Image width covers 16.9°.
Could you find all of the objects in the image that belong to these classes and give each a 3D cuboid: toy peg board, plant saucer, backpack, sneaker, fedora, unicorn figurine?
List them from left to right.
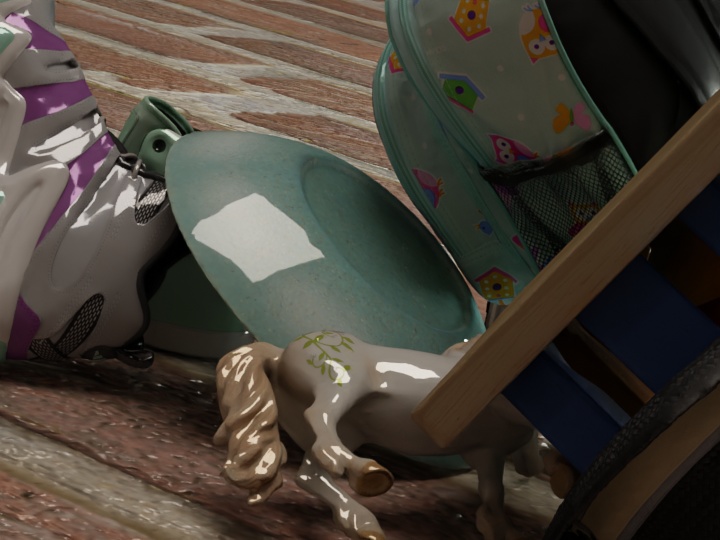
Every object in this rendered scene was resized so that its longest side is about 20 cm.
[{"bbox_3d":[-0.140,-0.034,1.171,0.200,0.118,0.074,11,12,-4],"label":"sneaker"},{"bbox_3d":[-0.117,-0.045,1.105,0.140,0.200,0.078,7,-21,-10],"label":"sneaker"},{"bbox_3d":[0.000,0.000,1.088,0.201,0.039,0.201,39,21,-18],"label":"plant saucer"},{"bbox_3d":[0.032,0.063,0.962,0.200,0.074,0.137,24,22,-29],"label":"unicorn figurine"},{"bbox_3d":[0.095,-0.093,1.112,0.153,0.200,0.176,-11,30,34],"label":"backpack"},{"bbox_3d":[0.139,-0.003,0.904,0.098,0.200,0.199,44,19,2],"label":"toy peg board"},{"bbox_3d":[0.154,0.080,0.865,0.092,0.201,0.201,49,24,17],"label":"fedora"}]

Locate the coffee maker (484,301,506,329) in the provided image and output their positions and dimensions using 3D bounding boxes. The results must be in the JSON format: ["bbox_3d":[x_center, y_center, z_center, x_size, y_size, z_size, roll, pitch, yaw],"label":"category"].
[{"bbox_3d":[0.136,-0.046,1.318,0.135,0.200,0.192,12,11,-5],"label":"coffee maker"}]
